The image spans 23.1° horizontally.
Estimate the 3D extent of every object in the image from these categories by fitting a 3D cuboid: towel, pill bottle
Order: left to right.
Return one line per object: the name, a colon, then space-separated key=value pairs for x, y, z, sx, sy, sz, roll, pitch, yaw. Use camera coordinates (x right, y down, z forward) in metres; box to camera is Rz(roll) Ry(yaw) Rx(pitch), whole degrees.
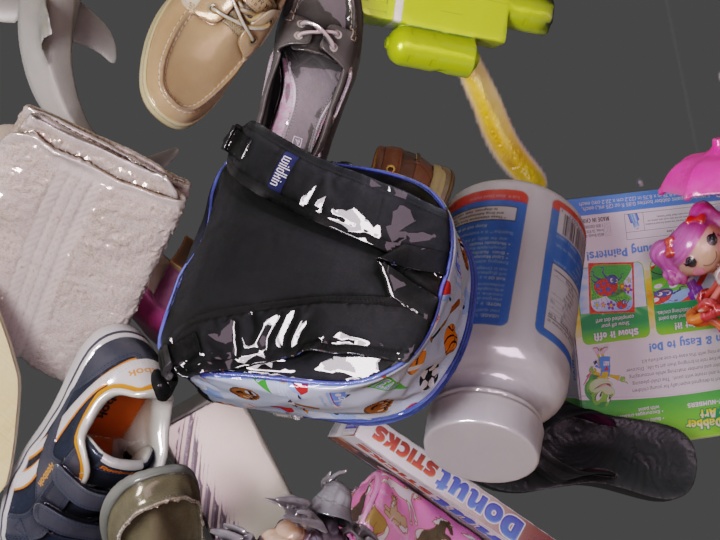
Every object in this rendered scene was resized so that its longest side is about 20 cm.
towel: x=-0.207 y=-0.009 z=1.210 sx=0.131 sy=0.035 sz=0.201 roll=24 pitch=123 yaw=-6
pill bottle: x=0.099 y=0.044 z=1.268 sx=0.111 sy=0.112 sz=0.201 roll=23 pitch=54 yaw=-13

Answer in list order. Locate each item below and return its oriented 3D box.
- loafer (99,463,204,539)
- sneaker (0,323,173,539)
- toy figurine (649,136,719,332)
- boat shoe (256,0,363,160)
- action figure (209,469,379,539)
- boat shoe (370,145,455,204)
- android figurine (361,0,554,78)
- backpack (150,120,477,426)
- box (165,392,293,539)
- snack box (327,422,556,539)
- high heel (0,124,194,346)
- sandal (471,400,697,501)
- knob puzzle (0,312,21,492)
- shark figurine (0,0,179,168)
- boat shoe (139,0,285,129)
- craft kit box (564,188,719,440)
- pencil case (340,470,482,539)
loafer: x=-0.135 y=0.214 z=1.211 sx=0.075 sy=0.070 sz=0.201 roll=-14 pitch=135 yaw=-21
sneaker: x=-0.189 y=0.141 z=1.215 sx=0.078 sy=0.079 sz=0.201 roll=11 pitch=112 yaw=-35
toy figurine: x=0.294 y=-0.005 z=1.338 sx=0.184 sy=0.150 sz=0.200 roll=44 pitch=103 yaw=4
boat shoe: x=-0.039 y=-0.130 z=1.293 sx=0.066 sy=0.057 sz=0.202 roll=14 pitch=94 yaw=-5
action figure: x=-0.061 y=0.221 z=1.191 sx=0.130 sy=0.069 sz=0.201 roll=30 pitch=90 yaw=-35
boat shoe: x=0.000 y=0.000 z=1.313 sx=0.067 sy=0.072 sz=0.201 roll=28 pitch=75 yaw=-8
android figurine: x=0.057 y=-0.243 z=1.348 sx=0.198 sy=0.041 sz=0.184 roll=11 pitch=86 yaw=-16
backpack: x=-0.018 y=0.019 z=1.183 sx=0.189 sy=0.154 sz=0.202 roll=7 pitch=71 yaw=29
box: x=-0.079 y=0.185 z=1.277 sx=0.068 sy=0.082 sz=0.201 roll=-28 pitch=94 yaw=-13
snack box: x=0.069 y=0.169 z=1.321 sx=0.199 sy=0.072 sz=0.024 roll=35 pitch=75 yaw=-11
high heel: x=-0.192 y=-0.022 z=1.266 sx=0.199 sy=0.096 sz=0.068 roll=32 pitch=42 yaw=-6
sandal: x=0.164 y=0.128 z=1.312 sx=0.198 sy=0.048 sz=0.076 roll=6 pitch=71 yaw=-17
knob puzzle: x=-0.319 y=0.083 z=1.220 sx=0.217 sy=0.030 sz=0.222 roll=0 pitch=95 yaw=2
shark figurine: x=-0.206 y=-0.147 z=1.251 sx=0.127 sy=0.089 sz=0.217 roll=-17 pitch=91 yaw=-14
boat shoe: x=-0.093 y=-0.191 z=1.265 sx=0.071 sy=0.064 sz=0.201 roll=37 pitch=63 yaw=-24
craft kit box: x=0.250 y=0.034 z=1.391 sx=0.198 sy=0.048 sz=0.200 roll=-6 pitch=87 yaw=-15
pencil case: x=0.066 y=0.235 z=1.314 sx=0.199 sy=0.083 sz=0.087 roll=36 pitch=79 yaw=-12
